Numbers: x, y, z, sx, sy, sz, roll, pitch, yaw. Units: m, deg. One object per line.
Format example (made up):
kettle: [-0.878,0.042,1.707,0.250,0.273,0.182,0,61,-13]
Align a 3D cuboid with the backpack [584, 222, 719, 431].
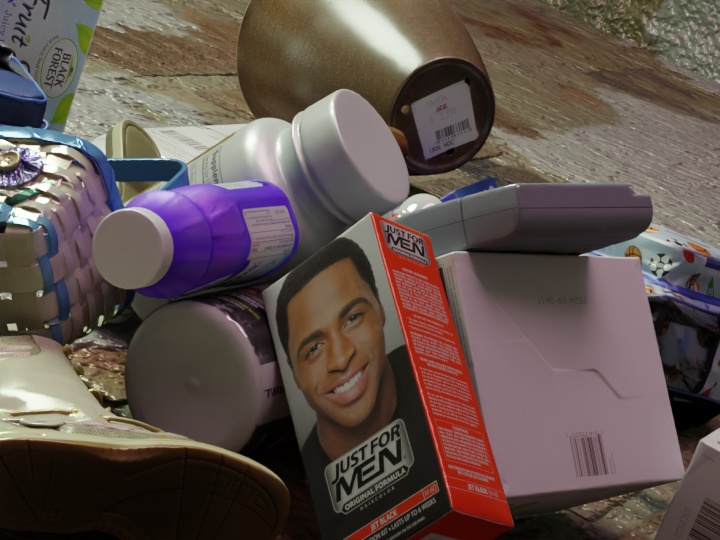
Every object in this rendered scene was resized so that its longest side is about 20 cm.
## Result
backpack: [0.234,0.038,1.700,0.190,0.155,0.200,27,4,-43]

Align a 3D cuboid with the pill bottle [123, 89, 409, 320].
pill bottle: [-0.070,-0.040,1.446,0.114,0.199,0.115,43,30,-33]

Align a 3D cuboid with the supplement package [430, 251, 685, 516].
supplement package: [0.099,0.078,1.351,0.110,0.157,0.199,-20,-14,42]

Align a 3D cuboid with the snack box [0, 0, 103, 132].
snack box: [-0.292,-0.181,1.659,0.141,0.202,0.053,14,17,-20]

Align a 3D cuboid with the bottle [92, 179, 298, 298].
bottle: [-0.105,-0.019,1.291,0.083,0.066,0.200,-19,-2,17]

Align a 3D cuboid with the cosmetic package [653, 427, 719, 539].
cosmetic package: [0.276,0.162,1.428,0.081,0.114,0.199,29,21,23]

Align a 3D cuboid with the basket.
basket: [-0.217,-0.029,1.339,0.174,0.141,0.200,-1,21,15]

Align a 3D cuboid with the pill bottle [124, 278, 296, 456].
pill bottle: [-0.058,0.060,1.354,0.106,0.107,0.199,28,18,23]

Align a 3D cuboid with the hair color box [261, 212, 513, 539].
hair color box: [0.013,0.080,1.227,0.061,0.101,0.201,20,44,-44]

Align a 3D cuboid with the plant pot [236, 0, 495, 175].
plant pot: [0.023,-0.152,1.650,0.185,0.189,0.200,10,16,-30]

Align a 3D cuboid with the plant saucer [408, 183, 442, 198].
plant saucer: [0.038,0.011,1.639,0.198,0.031,0.201,17,44,-17]

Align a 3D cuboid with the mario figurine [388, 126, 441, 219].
mario figurine: [0.000,0.000,1.526,0.105,0.202,0.124,9,-23,-12]

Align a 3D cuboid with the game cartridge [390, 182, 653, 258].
game cartridge: [0.077,-0.020,1.351,0.132,0.042,0.199,-7,-7,-36]

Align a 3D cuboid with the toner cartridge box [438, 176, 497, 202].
toner cartridge box: [0.116,0.031,1.564,0.201,0.043,0.095,62,24,2]

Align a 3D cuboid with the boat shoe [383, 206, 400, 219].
boat shoe: [0.036,0.005,1.571,0.065,0.072,0.201,13,40,-46]

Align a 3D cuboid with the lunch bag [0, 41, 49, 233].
lunch bag: [-0.328,-0.119,1.545,0.198,0.133,0.136,9,20,-31]

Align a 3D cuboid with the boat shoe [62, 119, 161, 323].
boat shoe: [-0.188,-0.026,1.530,0.075,0.068,0.201,47,25,-29]

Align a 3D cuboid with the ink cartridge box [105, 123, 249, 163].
ink cartridge box: [-0.105,-0.054,1.686,0.144,0.085,0.199,29,19,26]

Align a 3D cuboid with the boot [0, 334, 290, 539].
boot: [-0.149,0.099,1.200,0.198,0.073,0.155,11,17,-26]
